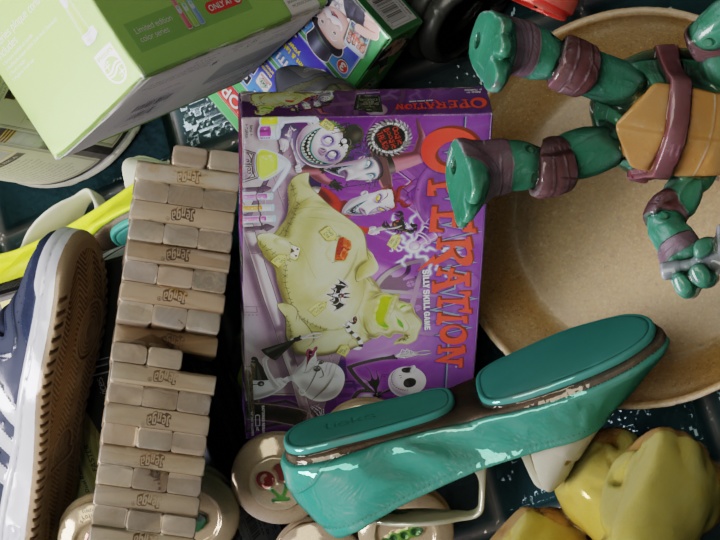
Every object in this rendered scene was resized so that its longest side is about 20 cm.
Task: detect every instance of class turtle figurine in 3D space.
[{"bbox_3d":[0.145,-0.064,0.998,0.200,0.101,0.150,3,96,-14],"label":"turtle figurine"}]

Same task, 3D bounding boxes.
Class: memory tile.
[{"bbox_3d":[-0.045,0.160,1.127,0.200,0.017,0.153,-21,105,9],"label":"memory tile"}]

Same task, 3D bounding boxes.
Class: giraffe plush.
[{"bbox_3d":[0.150,0.186,1.024,0.162,0.200,0.173,41,93,-12],"label":"giraffe plush"}]

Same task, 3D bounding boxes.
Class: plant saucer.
[{"bbox_3d":[0.142,-0.031,1.090,0.200,0.035,0.200,-1,87,25],"label":"plant saucer"}]

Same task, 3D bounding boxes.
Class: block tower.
[{"bbox_3d":[-0.098,0.040,1.083,0.054,0.058,0.200,8,82,-6],"label":"block tower"}]

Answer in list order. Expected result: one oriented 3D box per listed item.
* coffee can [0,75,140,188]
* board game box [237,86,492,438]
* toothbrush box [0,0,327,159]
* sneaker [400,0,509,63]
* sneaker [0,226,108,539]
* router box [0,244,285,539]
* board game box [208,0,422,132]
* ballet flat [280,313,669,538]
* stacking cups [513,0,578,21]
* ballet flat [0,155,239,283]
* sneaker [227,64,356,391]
[{"bbox_3d":[-0.223,-0.124,1.178,0.146,0.200,0.146,-1,87,25],"label":"coffee can"},{"bbox_3d":[0.000,0.000,1.072,0.120,0.032,0.200,-4,128,-7],"label":"board game box"},{"bbox_3d":[-0.135,-0.175,1.072,0.086,0.146,0.200,-35,87,42],"label":"toothbrush box"},{"bbox_3d":[0.053,-0.198,1.124,0.099,0.071,0.200,31,107,24],"label":"sneaker"},{"bbox_3d":[-0.199,0.060,1.124,0.108,0.070,0.200,18,114,14],"label":"sneaker"},{"bbox_3d":[-0.142,0.095,1.180,0.157,0.052,0.200,-15,99,24],"label":"router box"},{"bbox_3d":[-0.067,-0.159,1.152,0.200,0.029,0.135,50,139,11],"label":"board game box"},{"bbox_3d":[0.062,0.082,1.064,0.200,0.067,0.070,-19,110,7],"label":"ballet flat"},{"bbox_3d":[0.122,-0.225,1.084,0.061,0.061,0.200,28,93,24],"label":"stacking cups"},{"bbox_3d":[-0.133,-0.025,1.210,0.200,0.067,0.067,-28,55,23],"label":"ballet flat"},{"bbox_3d":[-0.031,-0.021,1.135,0.081,0.074,0.200,47,131,34],"label":"sneaker"}]
